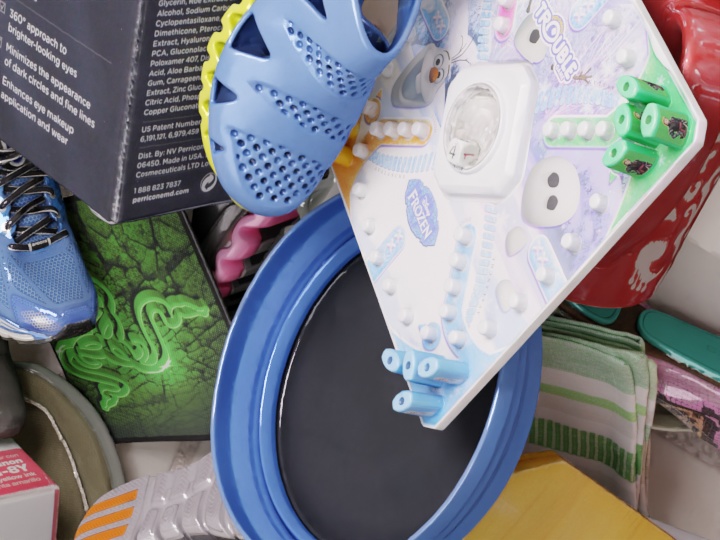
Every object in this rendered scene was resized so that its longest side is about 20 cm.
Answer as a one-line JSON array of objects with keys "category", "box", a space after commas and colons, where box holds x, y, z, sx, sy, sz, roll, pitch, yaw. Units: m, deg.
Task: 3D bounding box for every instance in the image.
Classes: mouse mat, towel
[{"category": "mouse mat", "box": [-0.136, 0.029, 1.065, 0.199, 0.008, 0.162, -8, 109, 51]}, {"category": "towel", "box": [0.088, 0.098, 0.997, 0.151, 0.023, 0.201, 12, 136, 20]}]

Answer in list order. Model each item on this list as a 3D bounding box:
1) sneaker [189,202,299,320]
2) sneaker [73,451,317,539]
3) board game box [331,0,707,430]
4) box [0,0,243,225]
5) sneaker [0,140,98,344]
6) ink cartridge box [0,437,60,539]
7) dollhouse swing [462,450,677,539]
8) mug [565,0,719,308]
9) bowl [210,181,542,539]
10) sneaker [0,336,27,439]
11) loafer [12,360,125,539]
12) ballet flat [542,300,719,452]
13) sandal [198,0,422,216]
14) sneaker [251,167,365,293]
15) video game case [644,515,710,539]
[{"category": "sneaker", "box": [-0.064, -0.064, 1.017, 0.095, 0.079, 0.201, 39, 120, 27]}, {"category": "sneaker", "box": [-0.056, 0.155, 1.018, 0.199, 0.078, 0.112, -17, 126, 32]}, {"category": "board game box", "box": [0.051, -0.065, 0.825, 0.200, 0.026, 0.201, -51, 42, 33]}, {"category": "box", "box": [-0.124, -0.159, 0.928, 0.196, 0.117, 0.202, 34, 124, 39]}, {"category": "sneaker", "box": [-0.206, -0.047, 1.030, 0.201, 0.078, 0.089, 57, 139, 21]}, {"category": "ink cartridge box", "box": [-0.270, 0.154, 1.121, 0.200, 0.083, 0.146, 34, 125, 45]}, {"category": "dollhouse swing", "box": [0.053, 0.186, 0.972, 0.199, 0.177, 0.181, 35, 166, -31]}, {"category": "mug", "box": [0.123, -0.086, 0.868, 0.133, 0.177, 0.201, 32, 123, 16]}, {"category": "bowl", "box": [0.007, 0.055, 0.895, 0.200, 0.039, 0.202, -21, 58, 39]}, {"category": "sneaker", "box": [-0.248, 0.008, 1.088, 0.091, 0.076, 0.201, -38, 73, 21]}, {"category": "loafer", "box": [-0.185, 0.151, 1.134, 0.075, 0.070, 0.201, -18, 102, 41]}, {"category": "ballet flat", "box": [0.132, 0.039, 0.971, 0.199, 0.069, 0.071, 31, 121, 4]}, {"category": "sandal", "box": [-0.012, -0.114, 0.841, 0.087, 0.079, 0.201, 45, 117, 51]}, {"category": "sneaker", "box": [0.000, 0.000, 0.996, 0.088, 0.074, 0.201, 38, 121, 21]}, {"category": "video game case", "box": [0.083, 0.186, 1.021, 0.198, 0.023, 0.183, 20, 129, -5]}]
